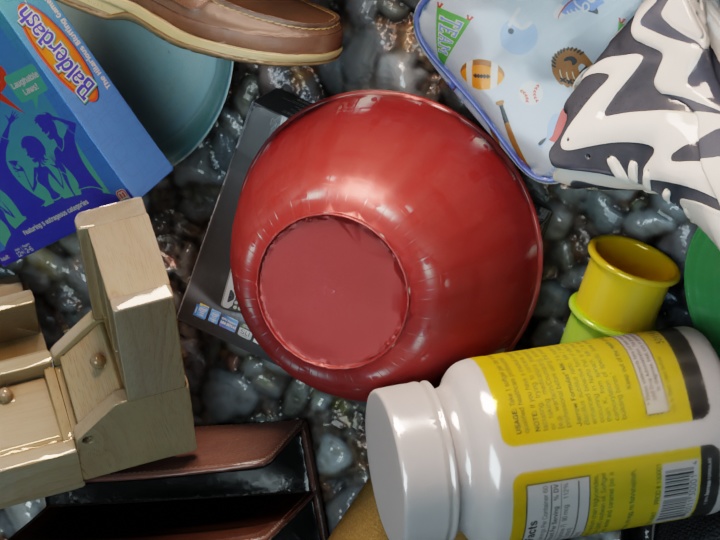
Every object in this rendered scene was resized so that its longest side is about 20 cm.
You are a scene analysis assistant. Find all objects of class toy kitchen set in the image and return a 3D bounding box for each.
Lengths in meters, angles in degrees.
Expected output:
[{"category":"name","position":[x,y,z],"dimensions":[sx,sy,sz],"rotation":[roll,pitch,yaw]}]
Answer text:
[{"category":"toy kitchen set","position":[-0.224,0.030,1.679],"dimensions":[0.200,0.163,0.181],"rotation":[-15,146,-9]}]

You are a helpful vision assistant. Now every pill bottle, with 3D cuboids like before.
[{"category":"pill bottle","position":[0.110,0.101,1.571],"dimensions":[0.200,0.114,0.115],"rotation":[-8,105,-11]}]

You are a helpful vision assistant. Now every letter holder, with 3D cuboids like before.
[{"category":"letter holder","position":[-0.141,0.172,1.740],"dimensions":[0.200,0.142,0.101],"rotation":[-5,104,21]}]

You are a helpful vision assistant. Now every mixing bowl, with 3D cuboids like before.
[{"category":"mixing bowl","position":[0.000,0.000,1.606],"dimensions":[0.200,0.108,0.201],"rotation":[5,107,18]}]

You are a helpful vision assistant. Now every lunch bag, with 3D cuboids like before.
[{"category":"lunch bag","position":[0.139,-0.151,1.587],"dimensions":[0.200,0.076,0.160],"rotation":[-40,93,24]}]

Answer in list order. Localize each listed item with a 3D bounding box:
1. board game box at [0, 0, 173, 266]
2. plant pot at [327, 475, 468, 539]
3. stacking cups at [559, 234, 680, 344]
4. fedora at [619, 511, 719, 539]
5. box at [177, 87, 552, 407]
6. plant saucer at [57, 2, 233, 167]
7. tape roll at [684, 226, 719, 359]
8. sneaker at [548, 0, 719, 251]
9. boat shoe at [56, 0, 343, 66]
[{"category":"board game box","position":[-0.230,-0.112,1.687],"dimensions":[0.152,0.045,0.200],"rotation":[-24,106,46]},{"category":"plant pot","position":[0.030,0.228,1.678],"dimensions":[0.186,0.186,0.200],"rotation":[18,108,13]},{"category":"stacking cups","position":[0.141,0.079,1.665],"dimensions":[0.060,0.061,0.200],"rotation":[22,114,12]},{"category":"fedora","position":[0.249,0.175,1.633],"dimensions":[0.200,0.092,0.201],"rotation":[5,107,17]},{"category":"box","position":[0.002,-0.003,1.690],"dimensions":[0.200,0.050,0.158],"rotation":[26,112,11]},{"category":"plant saucer","position":[-0.170,-0.154,1.718],"dimensions":[0.200,0.027,0.201],"rotation":[5,108,17]},{"category":"tape roll","position":[0.287,0.019,1.554],"dimensions":[0.200,0.048,0.201],"rotation":[22,136,22]},{"category":"sneaker","position":[0.172,-0.052,1.503],"dimensions":[0.130,0.079,0.199],"rotation":[-35,64,35]},{"category":"boat shoe","position":[-0.102,-0.177,1.634],"dimensions":[0.200,0.072,0.068],"rotation":[20,113,15]}]
